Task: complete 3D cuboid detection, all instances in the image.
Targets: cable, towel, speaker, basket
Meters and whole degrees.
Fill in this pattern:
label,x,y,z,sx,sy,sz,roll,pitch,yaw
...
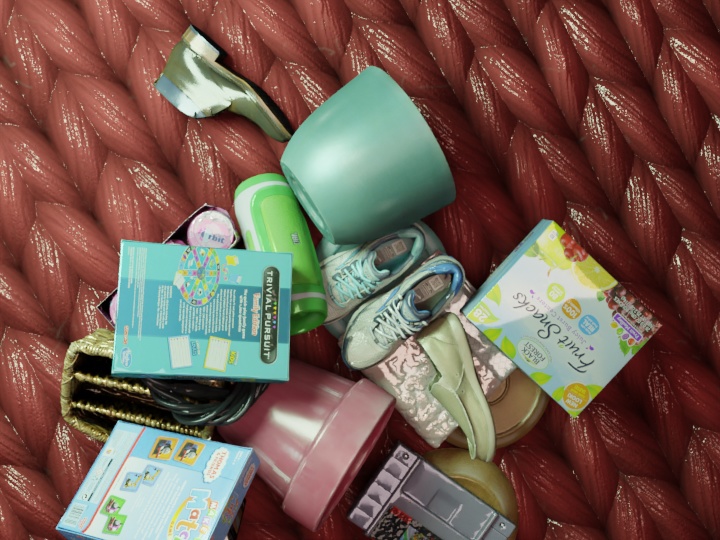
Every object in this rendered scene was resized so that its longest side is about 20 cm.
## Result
label,x,y,z,sx,sy,sz,roll,pitch,yaw
cable,-0.197,0.088,1.117,0.163,0.051,0.200,-44,94,-17
towel,0.102,0.106,1.252,0.191,0.032,0.200,-42,94,-1
speaker,-0.103,-0.022,1.195,0.088,0.089,0.201,-17,67,-3
basket,-0.282,0.169,1.196,0.199,0.149,0.144,15,92,-6

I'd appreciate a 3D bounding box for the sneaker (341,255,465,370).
label,x,y,z,sx,sy,sz,roll,pitch,yaw
sneaker,0.053,0.053,1.190,0.200,0.085,0.077,-43,93,-1

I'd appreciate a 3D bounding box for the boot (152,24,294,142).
label,x,y,z,sx,sy,sz,roll,pitch,yaw
boot,-0.181,-0.220,1.229,0.200,0.075,0.097,46,101,2

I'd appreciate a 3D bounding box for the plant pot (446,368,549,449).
label,x,y,z,sx,sy,sz,roll,pitch,yaw
plant pot,0.172,0.154,1.288,0.198,0.027,0.202,0,94,-4

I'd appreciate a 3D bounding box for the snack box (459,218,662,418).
label,x,y,z,sx,sy,sz,roll,pitch,yaw
snack box,0.258,0.062,1.210,0.200,0.068,0.169,43,93,-5

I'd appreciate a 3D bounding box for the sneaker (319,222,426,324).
label,x,y,z,sx,sy,sz,roll,pitch,yaw
sneaker,0.000,0.000,1.211,0.200,0.086,0.078,-38,95,-1

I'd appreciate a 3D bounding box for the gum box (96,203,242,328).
label,x,y,z,sx,sy,sz,roll,pitch,yaw
gum box,-0.239,-0.003,1.207,0.200,0.114,0.066,-44,95,-1

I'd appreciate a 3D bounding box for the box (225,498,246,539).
label,x,y,z,sx,sy,sz,roll,pitch,yaw
box,-0.215,0.320,1.184,0.116,0.200,0.060,-23,93,-1

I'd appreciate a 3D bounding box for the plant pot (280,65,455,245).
label,x,y,z,sx,sy,sz,roll,pitch,yaw
plant pot,-0.003,-0.128,1.167,0.160,0.201,0.201,-33,95,-7

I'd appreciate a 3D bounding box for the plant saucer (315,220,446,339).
label,x,y,z,sx,sy,sz,roll,pitch,yaw
plant saucer,0.028,0.015,1.271,0.199,0.027,0.202,0,93,-3

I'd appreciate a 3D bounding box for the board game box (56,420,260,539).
label,x,y,z,sx,sy,sz,roll,pitch,yaw
board game box,-0.237,0.264,1.093,0.199,0.037,0.152,6,51,25

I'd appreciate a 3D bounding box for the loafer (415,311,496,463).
label,x,y,z,sx,sy,sz,roll,pitch,yaw
loafer,0.123,0.157,1.208,0.068,0.076,0.201,-17,87,-2

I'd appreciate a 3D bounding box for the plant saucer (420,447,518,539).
label,x,y,z,sx,sy,sz,roll,pitch,yaw
plant saucer,0.126,0.350,1.291,0.199,0.035,0.202,0,93,-4

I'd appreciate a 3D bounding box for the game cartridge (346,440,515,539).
label,x,y,z,sx,sy,sz,roll,pitch,yaw
game cartridge,0.094,0.340,1.255,0.199,0.038,0.130,35,86,-5

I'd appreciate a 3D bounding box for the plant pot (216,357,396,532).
label,x,y,z,sx,sy,sz,roll,pitch,yaw
plant pot,-0.078,0.204,1.203,0.178,0.200,0.201,31,91,11

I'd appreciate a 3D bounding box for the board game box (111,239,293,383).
label,x,y,z,sx,sy,sz,roll,pitch,yaw
board game box,-0.181,0.050,1.076,0.199,0.047,0.152,5,78,-14
